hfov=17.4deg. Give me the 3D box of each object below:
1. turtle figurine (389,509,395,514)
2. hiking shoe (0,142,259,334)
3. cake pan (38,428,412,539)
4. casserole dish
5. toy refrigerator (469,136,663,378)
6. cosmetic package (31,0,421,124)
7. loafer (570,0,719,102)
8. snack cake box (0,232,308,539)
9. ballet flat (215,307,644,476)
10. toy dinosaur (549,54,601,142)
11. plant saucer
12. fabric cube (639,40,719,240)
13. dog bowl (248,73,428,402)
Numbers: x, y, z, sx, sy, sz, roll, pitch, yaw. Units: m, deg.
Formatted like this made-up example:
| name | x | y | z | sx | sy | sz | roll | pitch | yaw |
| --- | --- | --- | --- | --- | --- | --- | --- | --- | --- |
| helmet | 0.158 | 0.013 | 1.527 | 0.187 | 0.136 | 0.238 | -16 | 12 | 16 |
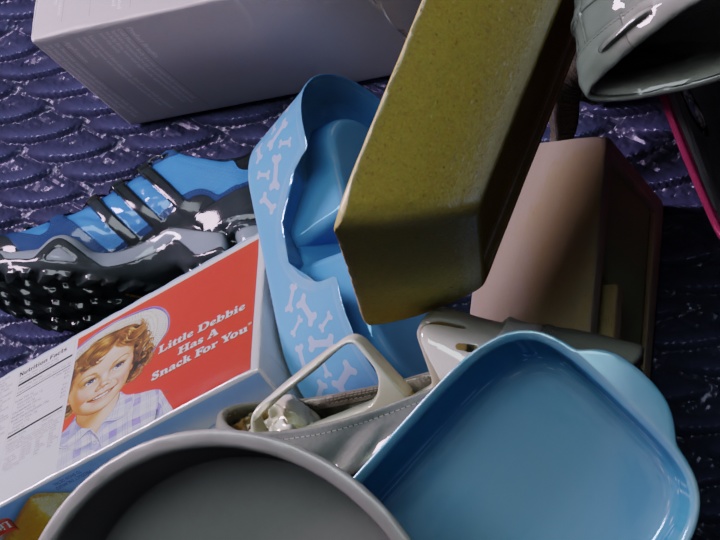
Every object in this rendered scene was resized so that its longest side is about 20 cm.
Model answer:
| name | x | y | z | sx | sy | sz | roll | pitch | yaw |
| --- | --- | --- | --- | --- | --- | --- | --- | --- | --- |
| turtle figurine | -0.037 | 0.152 | 1.070 | 0.200 | 0.064 | 0.161 | -43 | 16 | 6 |
| hiking shoe | -0.113 | -0.019 | 1.248 | 0.198 | 0.075 | 0.087 | -5 | 56 | 18 |
| cake pan | -0.047 | 0.162 | 0.951 | 0.198 | 0.037 | 0.202 | 2 | 94 | 21 |
| casserole dish | 0.052 | 0.116 | 0.960 | 0.121 | 0.039 | 0.200 | 43 | 100 | 12 |
| toy refrigerator | 0.094 | 0.046 | 1.081 | 0.069 | 0.076 | 0.202 | -5 | 63 | 28 |
| cosmetic package | -0.065 | -0.149 | 1.255 | 0.198 | 0.107 | 0.091 | -10 | 61 | 24 |
| loafer | 0.169 | -0.103 | 0.867 | 0.199 | 0.070 | 0.070 | -12 | 54 | 36 |
| snack cake box | -0.110 | 0.077 | 1.164 | 0.199 | 0.067 | 0.115 | -28 | 29 | 19 |
| ballet flat | 0.024 | 0.052 | 1.022 | 0.199 | 0.067 | 0.064 | -22 | 95 | 20 |
| toy dinosaur | 0.126 | -0.128 | 1.126 | 0.200 | 0.102 | 0.077 | -38 | 80 | 8 |
| plant saucer | 0.053 | -0.079 | 0.972 | 0.048 | 0.200 | 0.201 | 21 | 80 | 7 |
| fabric cube | 0.241 | -0.087 | 0.984 | 0.199 | 0.199 | 0.197 | -26 | 57 | 17 |
| dog bowl | 0.000 | 0.000 | 1.144 | 0.049 | 0.111 | 0.201 | -33 | 53 | 28 |
